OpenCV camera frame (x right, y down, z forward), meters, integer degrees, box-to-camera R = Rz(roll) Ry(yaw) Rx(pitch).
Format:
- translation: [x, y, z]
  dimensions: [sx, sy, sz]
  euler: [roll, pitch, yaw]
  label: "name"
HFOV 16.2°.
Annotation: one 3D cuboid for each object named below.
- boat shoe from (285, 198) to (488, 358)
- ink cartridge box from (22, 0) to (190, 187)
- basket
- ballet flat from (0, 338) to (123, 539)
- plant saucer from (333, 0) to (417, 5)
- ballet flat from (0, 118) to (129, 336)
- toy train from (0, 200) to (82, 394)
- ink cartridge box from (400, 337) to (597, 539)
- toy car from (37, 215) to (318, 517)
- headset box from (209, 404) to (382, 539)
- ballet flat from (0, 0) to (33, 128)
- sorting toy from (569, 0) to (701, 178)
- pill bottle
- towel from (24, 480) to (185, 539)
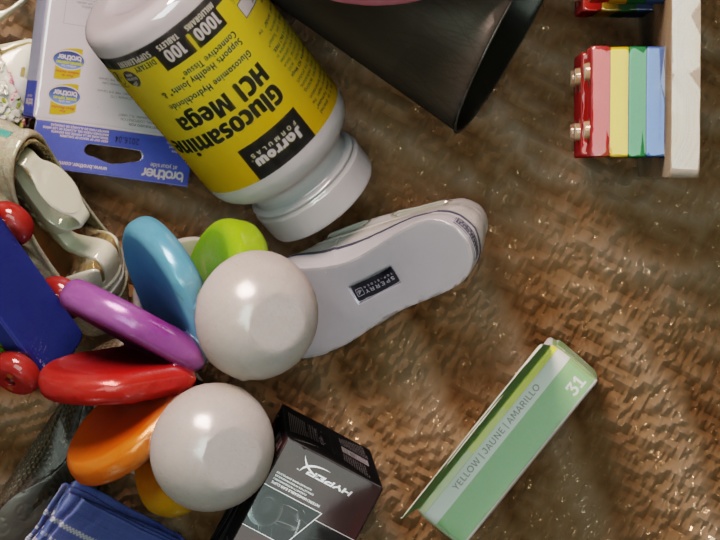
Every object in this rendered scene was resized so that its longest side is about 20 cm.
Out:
- translation: [0.000, 0.000, 1.734]
  dimensions: [0.200, 0.070, 0.071]
  euler: [-25, 103, 28]
  label: "boat shoe"
- translation: [-0.163, -0.163, 1.731]
  dimensions: [0.119, 0.042, 0.201]
  euler: [6, 91, -22]
  label: "ink cartridge box"
- translation: [0.017, -0.208, 1.692]
  dimensions: [0.200, 0.136, 0.181]
  euler: [27, 57, 7]
  label: "basket"
- translation: [-0.208, 0.132, 1.766]
  dimensions: [0.067, 0.046, 0.200]
  euler: [25, 100, -29]
  label: "ballet flat"
- translation: [0.006, -0.246, 1.612]
  dimensions: [0.200, 0.051, 0.201]
  euler: [1, 62, -2]
  label: "plant saucer"
- translation: [-0.198, -0.022, 1.696]
  dimensions: [0.062, 0.200, 0.068]
  euler: [6, 55, 38]
  label: "ballet flat"
- translation: [-0.275, -0.007, 1.647]
  dimensions: [0.115, 0.085, 0.200]
  euler: [-3, 134, 34]
  label: "toy train"
- translation: [0.094, 0.113, 1.668]
  dimensions: [0.048, 0.200, 0.146]
  euler: [39, 93, 3]
  label: "ink cartridge box"
- translation: [-0.131, 0.054, 1.645]
  dimensions: [0.150, 0.175, 0.201]
  euler: [20, 88, -26]
  label: "toy car"
- translation: [-0.066, 0.203, 1.703]
  dimensions: [0.077, 0.149, 0.200]
  euler: [29, 94, -5]
  label: "headset box"
- translation: [-0.255, -0.166, 1.741]
  dimensions: [0.064, 0.076, 0.201]
  euler: [-18, 94, -4]
  label: "ballet flat"
- translation: [0.175, -0.160, 1.651]
  dimensions: [0.069, 0.200, 0.199]
  euler: [0, 92, 1]
  label: "sorting toy"
- translation: [-0.082, -0.118, 1.687]
  dimensions: [0.112, 0.112, 0.200]
  euler: [-38, 116, 4]
  label: "pill bottle"
- translation: [-0.215, 0.241, 1.734]
  dimensions: [0.200, 0.145, 0.024]
  euler: [-51, 50, 4]
  label: "towel"
